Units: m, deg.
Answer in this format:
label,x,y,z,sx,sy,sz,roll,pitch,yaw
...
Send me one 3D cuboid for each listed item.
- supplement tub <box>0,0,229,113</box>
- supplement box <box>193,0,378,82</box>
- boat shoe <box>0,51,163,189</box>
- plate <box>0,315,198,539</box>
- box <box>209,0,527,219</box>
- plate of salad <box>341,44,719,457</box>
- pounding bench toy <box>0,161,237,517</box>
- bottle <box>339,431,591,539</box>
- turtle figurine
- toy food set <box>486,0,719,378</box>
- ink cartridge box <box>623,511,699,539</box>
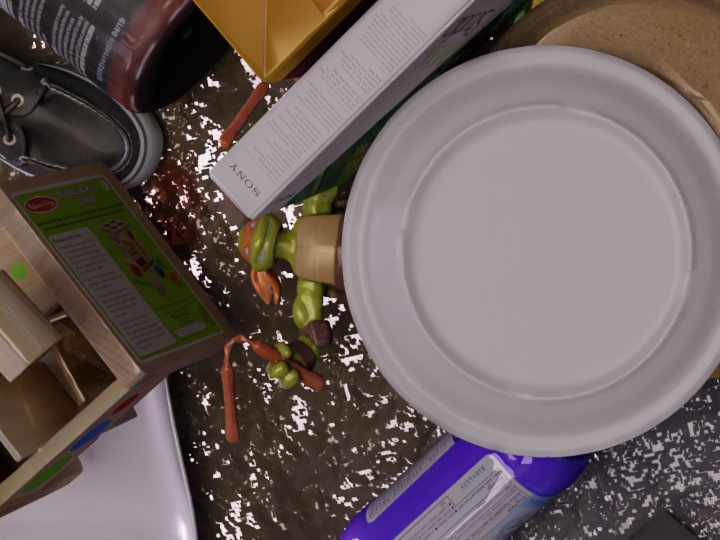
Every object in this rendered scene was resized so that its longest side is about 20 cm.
label,x,y,z,sx,sy,sz,roll,pitch,yaw
supplement tub,-0.161,-0.182,1.348,0.200,0.107,0.107,40,109,12
supplement box,-0.029,-0.214,1.241,0.133,0.200,0.197,-43,81,20
boat shoe,-0.208,-0.093,1.403,0.199,0.057,0.069,22,104,17
plate,-0.191,0.074,1.432,0.199,0.032,0.201,-8,94,23
box,0.026,-0.110,1.205,0.200,0.144,0.036,-43,85,20
plate of salad,0.091,-0.009,1.219,0.199,0.048,0.201,0,93,4
pounding bench toy,-0.192,0.049,1.302,0.156,0.200,0.124,-41,83,20
bottle,0.033,0.141,1.325,0.200,0.083,0.065,-45,81,19
turtle figurine,0.000,0.000,1.329,0.161,0.064,0.201,7,84,10
toy food set,0.146,-0.055,1.261,0.199,0.049,0.199,16,95,3
ink cartridge box,0.177,0.245,1.283,0.200,0.084,0.145,42,109,10
